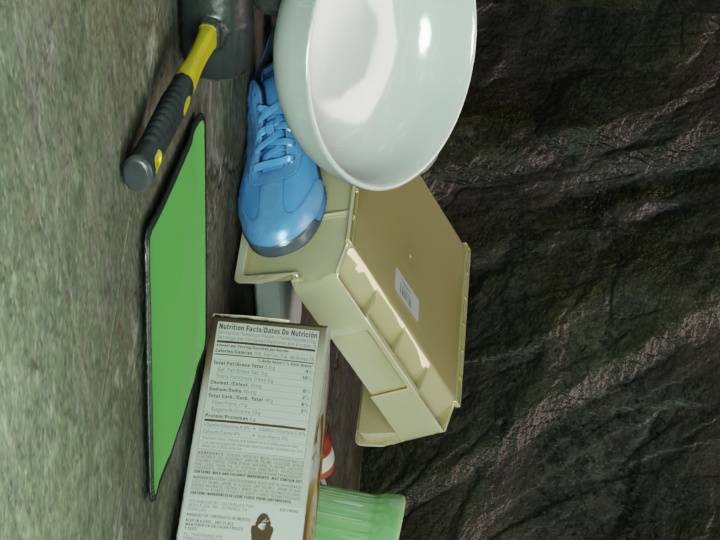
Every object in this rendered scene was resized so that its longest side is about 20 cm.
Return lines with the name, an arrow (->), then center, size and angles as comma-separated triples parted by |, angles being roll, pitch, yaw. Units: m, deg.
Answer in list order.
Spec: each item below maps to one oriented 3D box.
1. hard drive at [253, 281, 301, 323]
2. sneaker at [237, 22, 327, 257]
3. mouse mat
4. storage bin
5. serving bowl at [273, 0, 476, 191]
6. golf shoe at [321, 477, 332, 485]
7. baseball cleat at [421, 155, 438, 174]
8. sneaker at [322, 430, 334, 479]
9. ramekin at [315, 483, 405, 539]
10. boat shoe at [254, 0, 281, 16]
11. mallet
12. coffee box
hard drive -> -0.068, -0.001, 1.501 | 0.132, 0.026, 0.201 | -84, 175, -47
sneaker -> -0.060, -0.100, 1.310 | 0.079, 0.065, 0.201 | 67, 22, -45
mouse mat -> -0.103, 0.016, 1.033 | 0.200, 0.007, 0.162 | -83, 175, -66
storage bin -> 0.000, 0.000, 1.390 | 0.200, 0.093, 0.200 | 56, 29, -39
serving bowl -> 0.001, -0.159, 1.280 | 0.199, 0.065, 0.202 | -20, 115, -50
golf shoe -> -0.061, 0.244, 1.615 | 0.201, 0.077, 0.095 | -85, 160, -58
baseball cleat -> -0.023, -0.139, 1.462 | 0.200, 0.106, 0.070 | 48, -1, -15
sneaker -> -0.057, 0.099, 1.359 | 0.200, 0.078, 0.117 | -79, 173, -77
ramekin -> -0.037, 0.255, 1.376 | 0.200, 0.097, 0.202 | 15, 90, -89
boat shoe -> -0.045, -0.227, 1.349 | 0.200, 0.069, 0.067 | -76, 177, -71
mallet -> -0.090, -0.107, 0.933 | 0.200, 0.041, 0.066 | -72, 167, -63
coffee box -> -0.067, 0.144, 1.148 | 0.115, 0.079, 0.201 | 93, 2, -53
